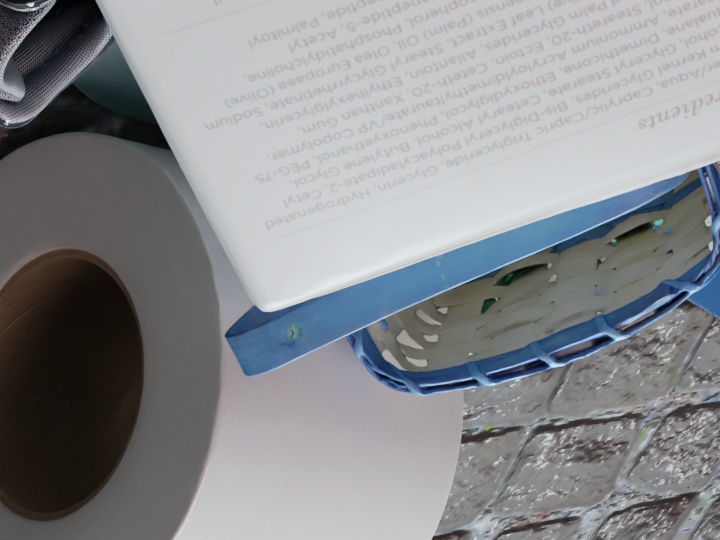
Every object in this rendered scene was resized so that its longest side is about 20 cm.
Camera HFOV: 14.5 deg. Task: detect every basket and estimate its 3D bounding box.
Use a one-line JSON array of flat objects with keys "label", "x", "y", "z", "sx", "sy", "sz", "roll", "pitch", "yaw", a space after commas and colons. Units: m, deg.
[{"label": "basket", "x": 0.053, "y": -0.029, "z": 1.037, "sx": 0.176, "sy": 0.139, "sz": 0.200, "roll": -22, "pitch": -174, "yaw": 22}]

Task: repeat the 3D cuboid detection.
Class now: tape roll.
[{"label": "tape roll", "x": -0.076, "y": 0.053, "z": 1.147, "sx": 0.139, "sy": 0.203, "sz": 0.203, "roll": 11, "pitch": 127, "yaw": -46}]

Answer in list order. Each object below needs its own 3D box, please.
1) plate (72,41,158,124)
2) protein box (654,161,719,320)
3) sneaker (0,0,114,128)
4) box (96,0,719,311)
[{"label": "plate", "x": -0.030, "y": -0.125, "z": 1.119, "sx": 0.200, "sy": 0.026, "sz": 0.200, "roll": -21, "pitch": 145, "yaw": -16}, {"label": "protein box", "x": 0.181, "y": -0.095, "z": 1.225, "sx": 0.199, "sy": 0.135, "sz": 0.200, "roll": -43, "pitch": 144, "yaw": 15}, {"label": "sneaker", "x": -0.160, "y": -0.105, "z": 0.960, "sx": 0.200, "sy": 0.114, "sz": 0.076, "roll": -10, "pitch": 139, "yaw": -30}, {"label": "box", "x": 0.019, "y": -0.132, "z": 0.929, "sx": 0.200, "sy": 0.199, "sz": 0.172, "roll": -18, "pitch": 129, "yaw": 8}]
